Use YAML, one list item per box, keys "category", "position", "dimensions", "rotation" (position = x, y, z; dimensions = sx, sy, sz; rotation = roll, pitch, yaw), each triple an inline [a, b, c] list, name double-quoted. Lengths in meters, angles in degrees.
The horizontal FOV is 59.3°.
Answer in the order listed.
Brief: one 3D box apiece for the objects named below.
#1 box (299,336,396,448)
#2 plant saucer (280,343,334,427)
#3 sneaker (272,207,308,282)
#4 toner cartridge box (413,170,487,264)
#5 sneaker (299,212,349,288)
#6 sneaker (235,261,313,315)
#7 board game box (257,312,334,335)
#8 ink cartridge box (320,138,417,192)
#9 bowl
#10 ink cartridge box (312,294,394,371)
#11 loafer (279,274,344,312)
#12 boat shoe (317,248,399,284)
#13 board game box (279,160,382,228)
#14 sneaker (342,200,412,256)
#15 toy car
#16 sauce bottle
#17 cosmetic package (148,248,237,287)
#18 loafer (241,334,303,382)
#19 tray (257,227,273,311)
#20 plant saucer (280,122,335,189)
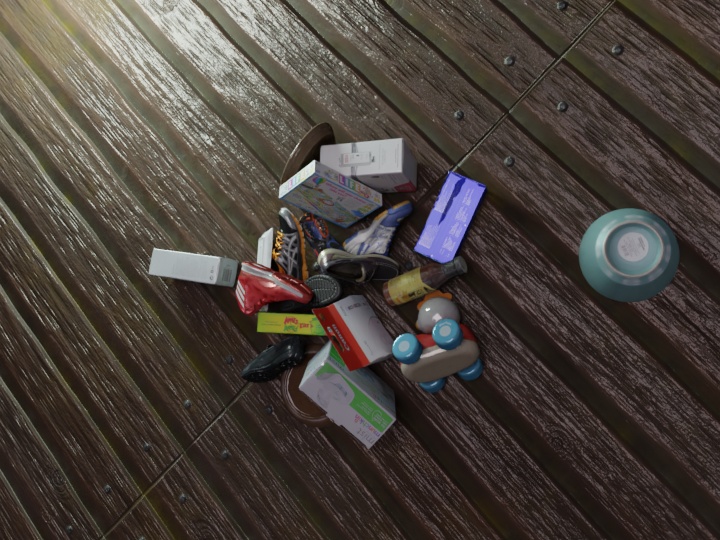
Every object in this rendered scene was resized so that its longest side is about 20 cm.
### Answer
- category: "box"
  position: [-0.026, 0.265, 1.390]
  dimensions: [0.200, 0.177, 0.097]
  rotation: [42, 97, -4]
- category: "plant saucer"
  position: [-0.108, 0.278, 1.522]
  dimensions: [0.198, 0.034, 0.202]
  rotation: [-2, 85, 18]
- category: "sneaker"
  position: [-0.175, -0.049, 1.511]
  dimensions: [0.077, 0.078, 0.202]
  rotation: [-13, 109, -19]
- category: "toner cartridge box"
  position: [0.207, -0.116, 1.454]
  dimensions: [0.094, 0.043, 0.201]
  rotation: [26, 93, 19]
- category: "sneaker"
  position: [-0.078, -0.047, 1.523]
  dimensions: [0.075, 0.078, 0.201]
  rotation: [-26, 80, -2]
- category: "sneaker"
  position: [-0.205, 0.063, 1.473]
  dimensions: [0.199, 0.078, 0.116]
  rotation: [24, 100, 27]
- category: "board game box"
  position: [-0.134, 0.129, 1.509]
  dimensions: [0.198, 0.102, 0.048]
  rotation: [1, 84, 18]
- category: "ink cartridge box"
  position: [0.021, -0.237, 1.471]
  dimensions: [0.198, 0.146, 0.084]
  rotation: [-1, 80, 18]
- category: "bowl"
  position: [0.556, -0.037, 1.302]
  dimensions: [0.199, 0.105, 0.203]
  rotation: [-2, 85, 18]
- category: "ink cartridge box"
  position: [-0.006, 0.135, 1.415]
  dimensions: [0.057, 0.200, 0.163]
  rotation: [-38, 75, 16]
- category: "loafer"
  position: [-0.106, 0.056, 1.498]
  dimensions: [0.199, 0.071, 0.074]
  rotation: [-13, 74, 41]
- category: "boat shoe"
  position: [0.000, 0.000, 1.448]
  dimensions: [0.065, 0.198, 0.072]
  rotation: [-106, 35, -50]
- category: "board game box"
  position: [-0.067, -0.170, 1.447]
  dimensions: [0.134, 0.199, 0.035]
  rotation: [-27, 53, 42]
- category: "sneaker"
  position: [0.055, -0.082, 1.492]
  dimensions: [0.200, 0.075, 0.088]
  rotation: [-38, 82, 20]
- category: "toy car"
  position: [0.161, 0.133, 1.404]
  dimensions: [0.176, 0.185, 0.201]
  rotation: [-22, 49, 15]
- category: "sauce bottle"
  position: [0.145, 0.022, 1.427]
  dimensions: [0.199, 0.066, 0.067]
  rotation: [-24, 77, 31]
- category: "cosmetic package"
  position: [-0.427, -0.007, 1.619]
  dimensions: [0.198, 0.102, 0.075]
  rotation: [9, 87, 17]
- category: "loafer"
  position: [-0.213, 0.217, 1.538]
  dimensions: [0.200, 0.068, 0.071]
  rotation: [-30, 45, 31]
- category: "tray"
  position: [-0.241, -0.001, 1.559]
  dimensions: [0.022, 0.107, 0.202]
  rotation: [5, 85, -17]
- category: "plant saucer"
  position: [-0.118, -0.255, 1.493]
  dimensions: [0.029, 0.200, 0.201]
  rotation: [34, 95, 10]
